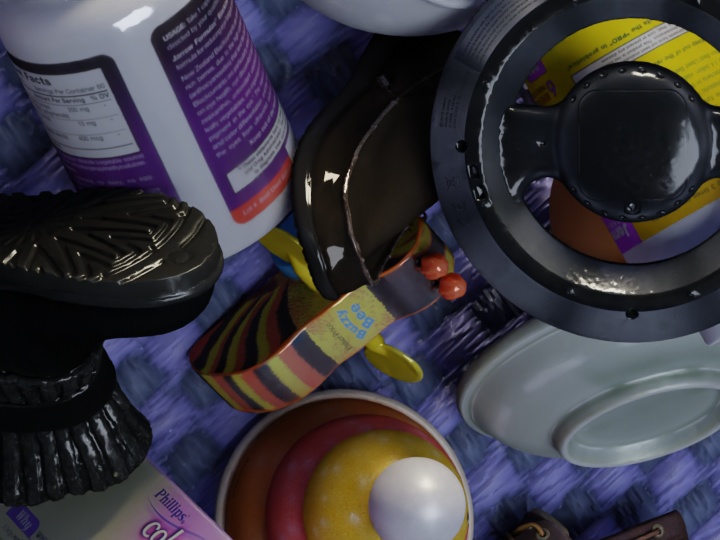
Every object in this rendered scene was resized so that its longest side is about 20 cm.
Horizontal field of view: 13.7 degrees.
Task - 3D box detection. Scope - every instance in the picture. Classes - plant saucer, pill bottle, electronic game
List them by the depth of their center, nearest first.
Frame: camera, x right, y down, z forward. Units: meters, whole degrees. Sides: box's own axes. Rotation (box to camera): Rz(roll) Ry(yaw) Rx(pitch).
[{"bbox_3d":[-0.111,-0.107,1.460,0.111,0.111,0.200,-33,124,-14],"label":"pill bottle"},{"bbox_3d":[0.134,-0.063,1.471,0.200,0.042,0.200,1,99,5],"label":"electronic game"},{"bbox_3d":[0.162,-0.065,1.540,0.104,0.104,0.200,-28,86,-17],"label":"pill bottle"},{"bbox_3d":[0.155,0.065,1.660,0.200,0.050,0.200,-13,156,-6],"label":"plant saucer"}]

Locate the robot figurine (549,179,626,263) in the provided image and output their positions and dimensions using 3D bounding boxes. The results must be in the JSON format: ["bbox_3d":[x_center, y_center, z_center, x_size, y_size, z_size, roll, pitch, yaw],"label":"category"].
[{"bbox_3d":[0.190,-0.034,1.667,0.200,0.144,0.117,-4,83,-29],"label":"robot figurine"}]

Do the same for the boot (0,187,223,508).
[{"bbox_3d":[-0.134,0.043,1.470,0.079,0.211,0.158,-45,126,-39],"label":"boot"}]

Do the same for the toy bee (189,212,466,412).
[{"bbox_3d":[0.000,0.000,1.576,0.131,0.109,0.200,21,99,-33],"label":"toy bee"}]

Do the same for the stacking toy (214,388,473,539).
[{"bbox_3d":[0.010,0.131,1.564,0.146,0.200,0.146,1,84,-13],"label":"stacking toy"}]

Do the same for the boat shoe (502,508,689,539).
[{"bbox_3d":[0.104,0.175,1.748,0.200,0.072,0.072,-6,84,-17],"label":"boat shoe"}]

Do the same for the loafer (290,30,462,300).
[{"bbox_3d":[0.022,-0.064,1.516,0.200,0.071,0.073,-67,147,-42],"label":"loafer"}]

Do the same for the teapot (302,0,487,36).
[{"bbox_3d":[0.038,-0.197,1.487,0.200,0.146,0.197,-50,126,-2],"label":"teapot"}]

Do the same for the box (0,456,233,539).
[{"bbox_3d":[-0.144,0.201,1.536,0.200,0.176,0.097,-46,126,-6],"label":"box"}]
